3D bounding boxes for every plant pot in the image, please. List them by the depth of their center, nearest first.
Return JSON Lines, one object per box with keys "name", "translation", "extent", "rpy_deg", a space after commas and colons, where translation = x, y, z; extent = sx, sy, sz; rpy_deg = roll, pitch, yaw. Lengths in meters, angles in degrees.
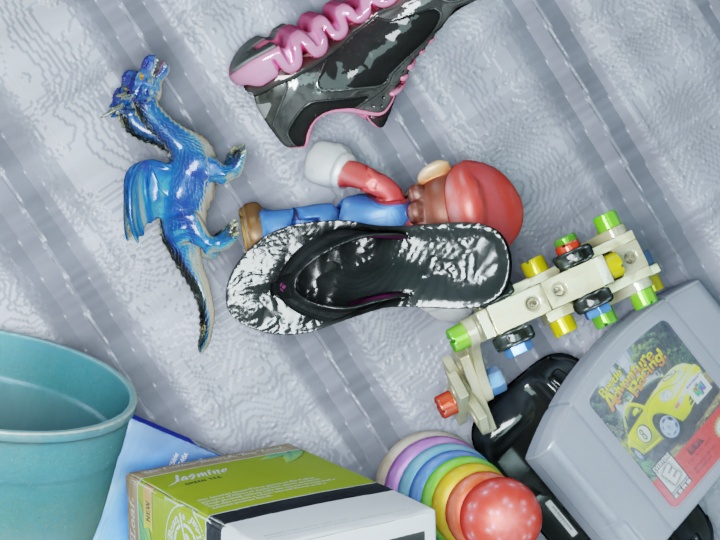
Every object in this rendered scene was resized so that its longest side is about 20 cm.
{"name": "plant pot", "translation": [-0.261, 0.156, 1.376], "extent": [0.200, 0.200, 0.188], "rpy_deg": [8, 104, -13]}

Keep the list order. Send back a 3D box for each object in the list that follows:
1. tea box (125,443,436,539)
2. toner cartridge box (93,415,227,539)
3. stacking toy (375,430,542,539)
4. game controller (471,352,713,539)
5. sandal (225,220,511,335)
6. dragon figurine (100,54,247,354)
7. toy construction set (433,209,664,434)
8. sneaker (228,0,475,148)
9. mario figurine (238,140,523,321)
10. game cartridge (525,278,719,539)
{"name": "tea box", "translation": [-0.053, 0.239, 1.386], "extent": [0.134, 0.197, 0.200], "rpy_deg": [-8, 102, -30]}
{"name": "toner cartridge box", "translation": [-0.164, 0.208, 1.470], "extent": [0.095, 0.043, 0.200], "rpy_deg": [24, 87, -13]}
{"name": "stacking toy", "translation": [0.072, 0.162, 1.444], "extent": [0.085, 0.200, 0.085], "rpy_deg": [-1, 93, -13]}
{"name": "game controller", "translation": [0.173, 0.159, 1.556], "extent": [0.104, 0.042, 0.200], "rpy_deg": [-38, 100, 5]}
{"name": "sandal", "translation": [0.000, -0.001, 1.417], "extent": [0.200, 0.048, 0.075], "rpy_deg": [-8, 88, 13]}
{"name": "dragon figurine", "translation": [-0.136, -0.046, 1.459], "extent": [0.099, 0.059, 0.200], "rpy_deg": [7, 90, -13]}
{"name": "toy construction set", "translation": [0.128, 0.028, 1.489], "extent": [0.200, 0.131, 0.092], "rpy_deg": [-39, 89, -9]}
{"name": "sneaker", "translation": [0.010, -0.153, 1.488], "extent": [0.200, 0.079, 0.095], "rpy_deg": [-27, 105, -4]}
{"name": "mario figurine", "translation": [0.018, -0.026, 1.502], "extent": [0.200, 0.106, 0.123], "rpy_deg": [-12, 131, -2]}
{"name": "game cartridge", "translation": [0.215, 0.104, 1.532], "extent": [0.133, 0.041, 0.200], "rpy_deg": [48, 64, -7]}
